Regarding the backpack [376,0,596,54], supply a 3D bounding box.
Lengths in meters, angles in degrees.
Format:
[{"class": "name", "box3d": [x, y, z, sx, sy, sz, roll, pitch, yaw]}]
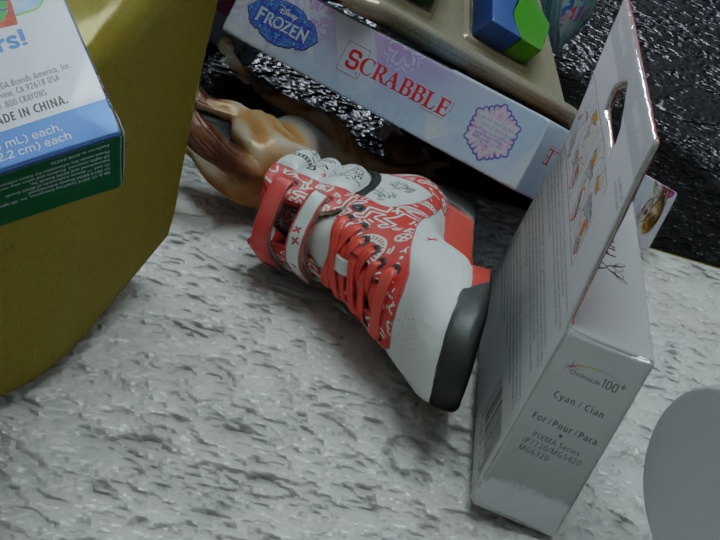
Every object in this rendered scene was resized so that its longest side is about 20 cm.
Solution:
[{"class": "backpack", "box3d": [0.092, -0.228, 1.316, 0.150, 0.178, 0.200, 22, 28, 20]}]

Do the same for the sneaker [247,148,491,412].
[{"class": "sneaker", "box3d": [0.000, 0.001, 0.902, 0.108, 0.067, 0.201, 15, 21, -5]}]

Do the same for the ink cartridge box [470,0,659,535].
[{"class": "ink cartridge box", "box3d": [0.103, -0.008, 0.852, 0.045, 0.176, 0.200, 23, 24, -6]}]

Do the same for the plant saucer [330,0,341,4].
[{"class": "plant saucer", "box3d": [-0.035, -0.230, 1.103, 0.200, 0.035, 0.200, 29, 47, -36]}]

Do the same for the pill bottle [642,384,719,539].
[{"class": "pill bottle", "box3d": [0.221, 0.088, 0.817, 0.200, 0.109, 0.109, 1, 30, -33]}]

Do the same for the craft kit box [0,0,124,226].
[{"class": "craft kit box", "box3d": [-0.206, -0.087, 0.648, 0.200, 0.049, 0.198, -19, 71, -14]}]

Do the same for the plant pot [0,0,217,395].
[{"class": "plant pot", "box3d": [-0.183, -0.057, 0.764, 0.194, 0.196, 0.200, 20, 40, 3]}]

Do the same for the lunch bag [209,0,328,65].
[{"class": "lunch bag", "box3d": [-0.092, -0.258, 1.187, 0.170, 0.127, 0.200, 33, 40, -29]}]

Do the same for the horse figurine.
[{"class": "horse figurine", "box3d": [-0.051, -0.074, 1.028, 0.133, 0.050, 0.200, 43, 22, 17]}]

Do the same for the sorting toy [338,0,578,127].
[{"class": "sorting toy", "box3d": [0.046, -0.188, 1.088, 0.185, 0.036, 0.200, 23, 42, -41]}]

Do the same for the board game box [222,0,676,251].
[{"class": "board game box", "box3d": [0.054, -0.086, 1.066, 0.199, 0.041, 0.200, 31, 7, 27]}]
